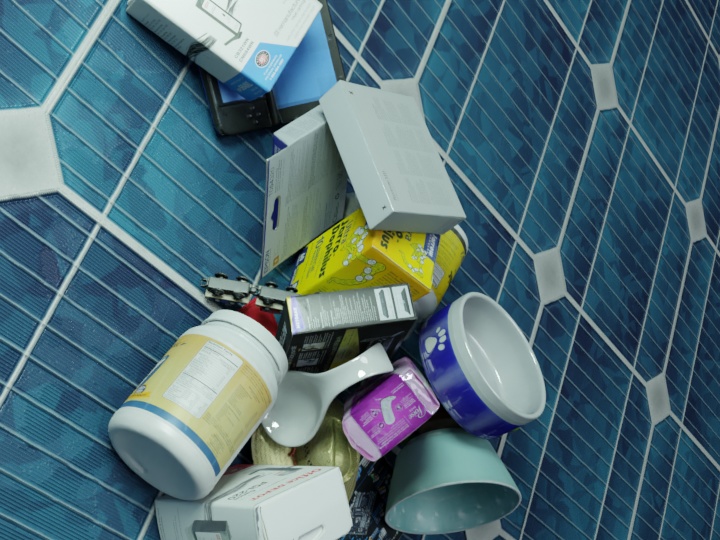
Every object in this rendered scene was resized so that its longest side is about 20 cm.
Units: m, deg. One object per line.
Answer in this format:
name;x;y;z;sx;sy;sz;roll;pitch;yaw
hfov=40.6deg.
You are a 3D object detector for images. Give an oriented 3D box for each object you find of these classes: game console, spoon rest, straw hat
game console;-0.126;-0.299;1.323;0.171;0.118;0.201;-24;102;-53
spoon rest;-0.055;0.155;1.242;0.100;0.200;0.061;62;24;10
straw hat;-0.046;0.247;1.318;0.201;0.085;0.202;13;69;-37

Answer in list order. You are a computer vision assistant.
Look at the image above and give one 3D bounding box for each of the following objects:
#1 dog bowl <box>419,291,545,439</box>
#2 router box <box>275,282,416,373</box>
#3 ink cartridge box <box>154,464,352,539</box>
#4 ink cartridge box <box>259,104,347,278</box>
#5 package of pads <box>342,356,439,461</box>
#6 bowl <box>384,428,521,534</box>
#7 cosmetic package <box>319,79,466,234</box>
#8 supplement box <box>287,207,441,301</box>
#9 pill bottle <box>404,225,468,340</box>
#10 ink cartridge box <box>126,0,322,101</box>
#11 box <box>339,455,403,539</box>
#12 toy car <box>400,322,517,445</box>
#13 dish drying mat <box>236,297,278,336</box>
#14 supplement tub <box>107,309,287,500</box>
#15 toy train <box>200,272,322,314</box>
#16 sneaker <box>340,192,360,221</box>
dog bowl;0.175;0.136;1.390;0.200;0.079;0.200;38;34;-31
router box;-0.027;0.084;1.261;0.157;0.200;0.052;-7;68;-14
ink cartridge box;-0.132;0.297;1.184;0.145;0.200;0.085;-15;96;-47
ink cartridge box;-0.084;-0.116;1.333;0.200;0.043;0.197;-38;147;-43
package of pads;0.037;0.180;1.303;0.120;0.200;0.076;-39;90;1
bowl;0.128;0.302;1.425;0.201;0.201;0.105;28;43;-41
cosmetic package;0.043;-0.147;1.285;0.151;0.052;0.200;4;59;-49
supplement box;0.000;0.000;1.338;0.109;0.200;0.109;36;44;-24
pill bottle;0.082;0.011;1.516;0.111;0.111;0.200;54;51;-28
ink cartridge box;-0.174;-0.337;1.245;0.200;0.084;0.146;34;78;-22
box;-0.013;0.364;1.416;0.200;0.046;0.159;-48;119;-39
toy car;0.143;0.164;1.536;0.158;0.164;0.201;10;68;-46
dish drying mat;-0.120;0.137;1.351;0.077;0.018;0.200;-36;111;-42
supplement tub;-0.191;0.159;1.179;0.145;0.144;0.200;57;48;-25
toy train;-0.113;0.038;1.291;0.199;0.046;0.034;11;62;-7
sneaker;0.037;-0.039;1.449;0.072;0.072;0.200;-5;54;-43
